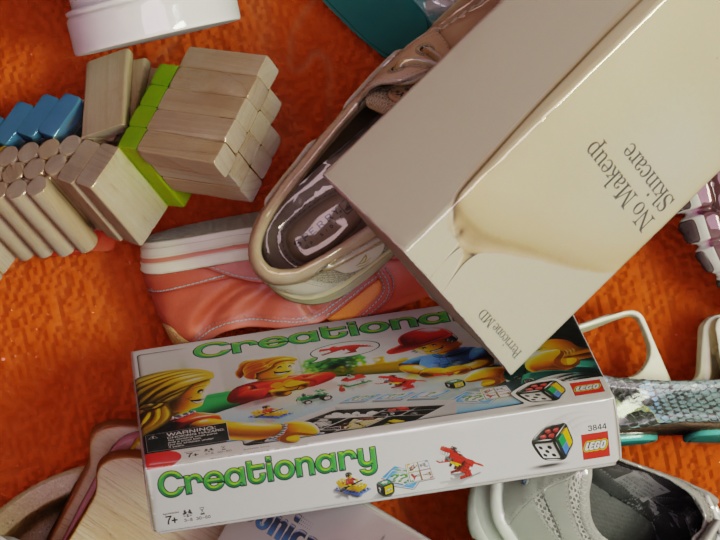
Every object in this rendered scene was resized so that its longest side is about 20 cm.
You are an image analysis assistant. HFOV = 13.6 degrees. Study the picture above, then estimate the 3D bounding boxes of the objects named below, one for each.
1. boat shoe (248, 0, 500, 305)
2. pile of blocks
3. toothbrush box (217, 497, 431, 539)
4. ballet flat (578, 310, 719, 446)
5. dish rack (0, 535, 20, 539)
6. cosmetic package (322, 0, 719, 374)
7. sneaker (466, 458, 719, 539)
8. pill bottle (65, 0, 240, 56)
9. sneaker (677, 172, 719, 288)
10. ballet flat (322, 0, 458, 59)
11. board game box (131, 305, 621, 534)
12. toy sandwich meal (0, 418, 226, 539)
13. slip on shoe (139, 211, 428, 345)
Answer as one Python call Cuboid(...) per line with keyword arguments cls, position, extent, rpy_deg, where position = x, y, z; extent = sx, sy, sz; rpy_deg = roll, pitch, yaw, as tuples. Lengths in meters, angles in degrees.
Cuboid(cls="boat shoe", position=(0.030, -0.063, 1.311), extent=(0.200, 0.065, 0.072), rpy_deg=(-42, 82, 1))
Cuboid(cls="pile of blocks", position=(-0.117, -0.044, 1.365), extent=(0.199, 0.062, 0.083), rpy_deg=(-14, 50, 22))
Cuboid(cls="toothbrush box", position=(0.043, 0.174, 1.315), extent=(0.200, 0.145, 0.086), rpy_deg=(36, 84, -34))
Cuboid(cls="ballet flat", position=(0.145, 0.051, 1.398), extent=(0.198, 0.074, 0.075), rpy_deg=(-1, 93, -7))
Cuboid(cls="dish rack", position=(-0.181, 0.214, 1.355), extent=(0.171, 0.043, 0.201), rpy_deg=(-12, 95, 32))
Cuboid(cls="cosmetic package", position=(0.094, -0.067, 1.266), extent=(0.200, 0.073, 0.104), rpy_deg=(-46, 135, -1))
Cuboid(cls="sneaker", position=(0.146, 0.139, 1.370), extent=(0.199, 0.082, 0.075), rpy_deg=(27, 55, -24))
Cuboid(cls="pill bottle", position=(-0.112, -0.201, 1.337), extent=(0.112, 0.112, 0.201), rpy_deg=(-13, 93, -5))
Cuboid(cls="sneaker", position=(0.189, -0.070, 1.364), extent=(0.076, 0.115, 0.201), rpy_deg=(-37, 97, -46))
Cuboid(cls="ballet flat", position=(0.046, -0.112, 1.389), extent=(0.200, 0.072, 0.072), rpy_deg=(45, 88, -7))
Cuboid(cls="board game box", position=(0.003, 0.058, 1.303), extent=(0.199, 0.126, 0.035), rpy_deg=(-8, 112, -5))
Cuboid(cls="toy sandwich meal", position=(-0.101, 0.175, 1.377), extent=(0.204, 0.070, 0.207), rpy_deg=(0, 93, -5))
Cuboid(cls="slip on shoe", position=(0.000, 0.000, 1.380), extent=(0.199, 0.074, 0.062), rpy_deg=(-8, 99, 1))
